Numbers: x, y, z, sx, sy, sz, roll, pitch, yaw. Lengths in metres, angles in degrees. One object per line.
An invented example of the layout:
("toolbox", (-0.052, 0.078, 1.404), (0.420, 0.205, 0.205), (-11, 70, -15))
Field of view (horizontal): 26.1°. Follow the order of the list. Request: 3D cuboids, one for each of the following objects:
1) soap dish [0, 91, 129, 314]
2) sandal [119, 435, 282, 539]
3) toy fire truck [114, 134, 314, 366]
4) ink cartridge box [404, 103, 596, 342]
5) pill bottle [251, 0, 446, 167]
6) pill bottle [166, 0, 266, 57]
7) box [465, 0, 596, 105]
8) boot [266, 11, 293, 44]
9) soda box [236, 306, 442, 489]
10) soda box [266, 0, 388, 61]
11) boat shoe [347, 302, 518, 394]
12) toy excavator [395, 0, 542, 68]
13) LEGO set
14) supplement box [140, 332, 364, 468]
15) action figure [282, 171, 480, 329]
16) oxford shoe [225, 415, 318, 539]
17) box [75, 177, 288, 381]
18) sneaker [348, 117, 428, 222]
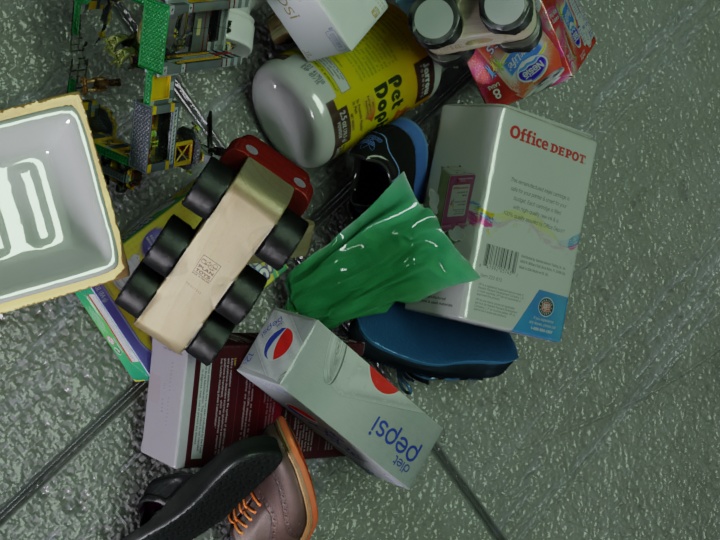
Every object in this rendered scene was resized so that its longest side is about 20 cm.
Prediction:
("soap dish", (-0.306, -0.044, 1.272), (0.198, 0.081, 0.159), (-17, 94, -16))
("sandal", (-0.142, 0.189, 1.330), (0.075, 0.200, 0.048), (11, 46, -50))
("toy fire truck", (-0.095, -0.033, 1.316), (0.128, 0.176, 0.201), (33, 29, -8))
("ink cartridge box", (0.135, -0.046, 1.474), (0.144, 0.084, 0.202), (14, 87, -42))
("pill bottle", (0.001, -0.187, 1.480), (0.199, 0.109, 0.110), (-34, 103, -29))
("pill bottle", (-0.130, -0.299, 1.409), (0.110, 0.111, 0.202), (9, 81, -30))
("box", (0.163, -0.236, 1.536), (0.100, 0.095, 0.200), (64, 21, -10))
("boot", (-0.049, -0.313, 1.472), (0.200, 0.072, 0.156), (-40, 107, -41))
("soda box", (-0.015, 0.115, 1.379), (0.200, 0.063, 0.069), (43, 71, -38))
("soda box", (-0.062, -0.284, 1.352), (0.068, 0.063, 0.201), (-51, 119, -31))
("boat shoe", (0.066, 0.086, 1.509), (0.198, 0.069, 0.085), (15, 47, -33))
("toy excavator", (0.063, -0.290, 1.406), (0.100, 0.192, 0.202), (20, 62, -75))
("LEGO set", (-0.172, -0.175, 1.334), (0.115, 0.153, 0.202), (-17, 115, -50))
("supplement box", (-0.094, 0.113, 1.393), (0.199, 0.061, 0.110), (2, 98, -40))
("action figure", (0.000, 0.000, 1.422), (0.119, 0.199, 0.055), (55, 28, -9))
("oxford shoe", (-0.080, 0.213, 1.367), (0.072, 0.071, 0.202), (-12, 130, -15))
("box", (-0.153, -0.005, 1.405), (0.200, 0.048, 0.118), (-41, 107, -29))
("sneaker", (0.026, -0.041, 1.476), (0.078, 0.070, 0.202), (-30, 123, -40))
